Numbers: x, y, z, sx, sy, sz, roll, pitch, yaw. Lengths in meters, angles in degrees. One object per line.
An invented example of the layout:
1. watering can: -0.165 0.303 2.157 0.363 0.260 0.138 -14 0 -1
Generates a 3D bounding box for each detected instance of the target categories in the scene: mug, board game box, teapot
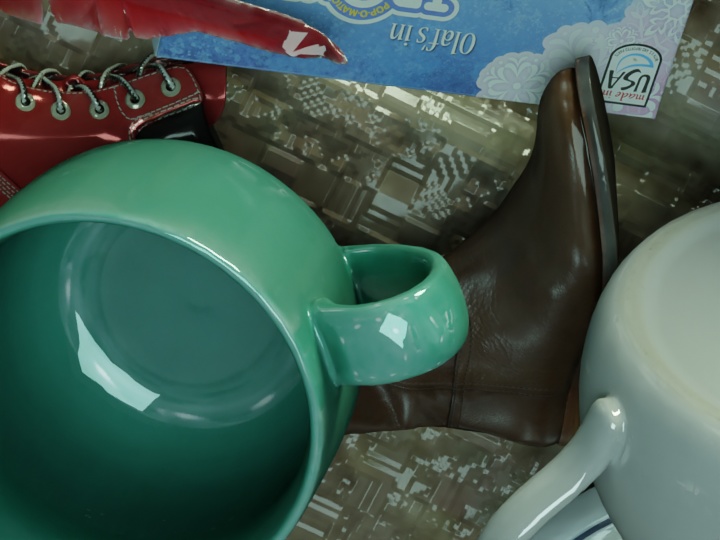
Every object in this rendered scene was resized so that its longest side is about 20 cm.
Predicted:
1. mug: -0.060 0.034 0.909 0.185 0.114 0.152 19 114 5
2. board game box: 0.038 -0.159 0.904 0.200 0.043 0.199 5 124 -14
3. teapot: 0.165 0.076 0.913 0.200 0.197 0.146 17 128 17

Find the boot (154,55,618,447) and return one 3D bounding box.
1. boot: 0.000 0.000 0.973 0.200 0.064 0.187 1 124 5

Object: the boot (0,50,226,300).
1. boot: -0.135 -0.075 0.966 0.144 0.072 0.200 -33 112 9

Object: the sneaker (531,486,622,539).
1. sneaker: 0.162 0.116 1.007 0.200 0.071 0.073 -14 136 4

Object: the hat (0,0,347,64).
1. hat: -0.134 -0.143 0.842 0.176 0.200 0.166 -25 65 2
